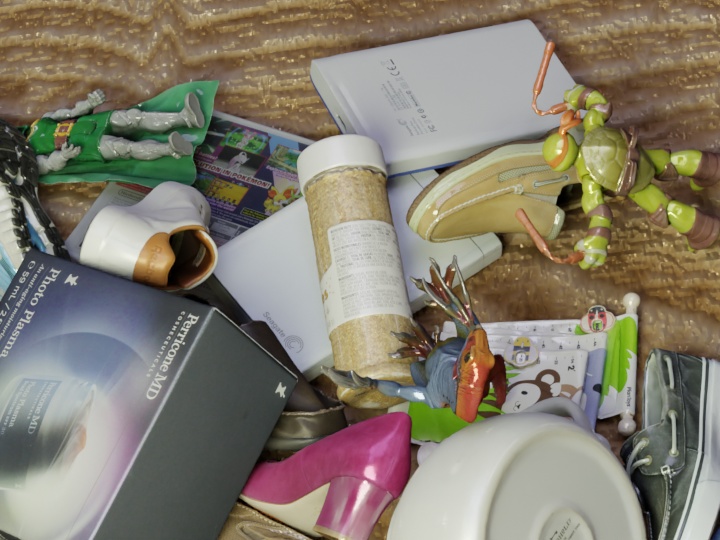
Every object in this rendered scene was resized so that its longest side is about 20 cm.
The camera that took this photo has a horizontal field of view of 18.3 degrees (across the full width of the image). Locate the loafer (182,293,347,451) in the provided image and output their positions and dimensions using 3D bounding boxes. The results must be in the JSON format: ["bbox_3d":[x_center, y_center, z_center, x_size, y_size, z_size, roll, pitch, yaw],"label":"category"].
[{"bbox_3d":[-0.085,0.073,1.653,0.199,0.072,0.073,26,21,36],"label":"loafer"}]

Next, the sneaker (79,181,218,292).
[{"bbox_3d":[-0.139,-0.015,1.692,0.084,0.073,0.200,21,15,11],"label":"sneaker"}]

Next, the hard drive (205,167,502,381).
[{"bbox_3d":[-0.007,-0.010,1.741,0.199,0.027,0.132,-32,62,-20],"label":"hard drive"}]

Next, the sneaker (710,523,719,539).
[{"bbox_3d":[0.333,0.153,1.529,0.197,0.081,0.116,-1,54,12],"label":"sneaker"}]

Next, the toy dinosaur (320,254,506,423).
[{"bbox_3d":[0.076,0.059,1.519,0.105,0.199,0.182,-57,29,13],"label":"toy dinosaur"}]

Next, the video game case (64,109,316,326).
[{"bbox_3d":[-0.116,-0.047,1.816,0.199,0.023,0.183,18,57,25],"label":"video game case"}]

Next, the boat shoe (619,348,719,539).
[{"bbox_3d":[0.214,0.138,1.565,0.070,0.072,0.201,17,43,-2],"label":"boat shoe"}]

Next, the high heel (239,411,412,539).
[{"bbox_3d":[-0.027,0.134,1.565,0.097,0.067,0.200,-64,19,-9],"label":"high heel"}]

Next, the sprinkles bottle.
[{"bbox_3d":[0.000,0.000,1.673,0.068,0.068,0.202,-11,66,2],"label":"sprinkles bottle"}]

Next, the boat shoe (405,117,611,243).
[{"bbox_3d":[0.130,-0.057,1.727,0.199,0.072,0.076,-24,69,-27],"label":"boat shoe"}]

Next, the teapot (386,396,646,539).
[{"bbox_3d":[0.089,0.188,1.507,0.145,0.199,0.199,-10,83,49],"label":"teapot"}]

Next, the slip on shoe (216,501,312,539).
[{"bbox_3d":[-0.082,0.207,1.568,0.199,0.061,0.077,22,84,22],"label":"slip on shoe"}]

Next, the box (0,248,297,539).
[{"bbox_3d":[-0.185,0.112,1.579,0.197,0.123,0.201,16,72,38],"label":"box"}]

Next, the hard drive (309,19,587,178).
[{"bbox_3d":[0.075,-0.140,1.815,0.198,0.025,0.132,-12,48,-20],"label":"hard drive"}]

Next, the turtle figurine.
[{"bbox_3d":[0.199,-0.084,1.702,0.160,0.064,0.201,16,53,-22],"label":"turtle figurine"}]

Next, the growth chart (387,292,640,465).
[{"bbox_3d":[0.114,0.086,1.667,0.198,0.018,0.146,-6,52,8],"label":"growth chart"}]

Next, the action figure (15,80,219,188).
[{"bbox_3d":[-0.220,-0.109,1.848,0.198,0.055,0.119,-4,49,30],"label":"action figure"}]

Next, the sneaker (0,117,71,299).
[{"bbox_3d":[-0.307,-0.050,1.808,0.090,0.078,0.201,-37,57,24],"label":"sneaker"}]
